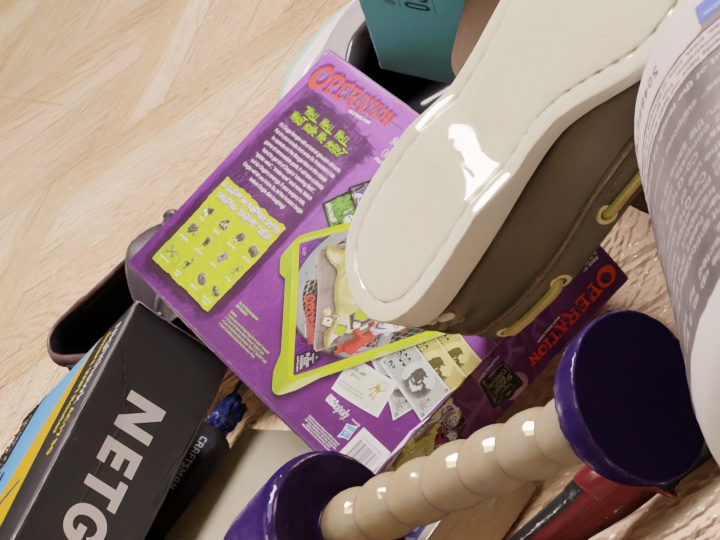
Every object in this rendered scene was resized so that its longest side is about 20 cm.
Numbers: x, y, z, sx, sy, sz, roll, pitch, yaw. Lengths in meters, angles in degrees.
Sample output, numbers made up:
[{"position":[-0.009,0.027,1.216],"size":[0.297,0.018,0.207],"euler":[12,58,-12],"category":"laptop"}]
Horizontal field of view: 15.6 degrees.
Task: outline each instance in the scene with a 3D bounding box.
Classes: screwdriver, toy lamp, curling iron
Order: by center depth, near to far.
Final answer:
[{"position":[0.022,0.068,0.813],"size":[0.200,0.058,0.058],"euler":[-30,24,51],"category":"toy lamp"},{"position":[0.088,0.071,0.818],"size":[0.200,0.026,0.050],"euler":[-40,41,2],"category":"curling iron"},{"position":[-0.044,0.045,1.143],"size":[0.029,0.028,0.200],"euler":[11,47,32],"category":"screwdriver"}]

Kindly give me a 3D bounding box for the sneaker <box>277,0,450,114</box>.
[{"position":[0.052,-0.127,1.173],"size":[0.201,0.078,0.140],"euler":[-54,11,-10],"category":"sneaker"}]

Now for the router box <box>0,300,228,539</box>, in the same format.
[{"position":[-0.135,0.126,1.048],"size":[0.149,0.051,0.201],"euler":[-42,19,56],"category":"router box"}]

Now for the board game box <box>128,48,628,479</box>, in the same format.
[{"position":[0.000,0.000,0.968],"size":[0.120,0.032,0.200],"euler":[-49,37,0],"category":"board game box"}]

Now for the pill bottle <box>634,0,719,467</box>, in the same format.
[{"position":[0.139,0.003,0.704],"size":[0.114,0.114,0.201],"euler":[-38,25,20],"category":"pill bottle"}]

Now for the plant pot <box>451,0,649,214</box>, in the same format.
[{"position":[0.120,-0.116,0.912],"size":[0.175,0.199,0.200],"euler":[-59,16,15],"category":"plant pot"}]

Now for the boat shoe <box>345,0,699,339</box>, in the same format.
[{"position":[0.074,-0.057,0.834],"size":[0.202,0.060,0.072],"euler":[-51,43,25],"category":"boat shoe"}]

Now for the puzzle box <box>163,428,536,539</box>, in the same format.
[{"position":[-0.029,0.119,0.957],"size":[0.133,0.025,0.200],"euler":[-53,21,-19],"category":"puzzle box"}]

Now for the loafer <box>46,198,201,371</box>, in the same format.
[{"position":[-0.086,0.013,1.146],"size":[0.200,0.063,0.072],"euler":[134,151,-58],"category":"loafer"}]

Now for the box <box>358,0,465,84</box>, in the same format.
[{"position":[0.026,-0.145,0.953],"size":[0.200,0.049,0.083],"euler":[68,-143,-67],"category":"box"}]
